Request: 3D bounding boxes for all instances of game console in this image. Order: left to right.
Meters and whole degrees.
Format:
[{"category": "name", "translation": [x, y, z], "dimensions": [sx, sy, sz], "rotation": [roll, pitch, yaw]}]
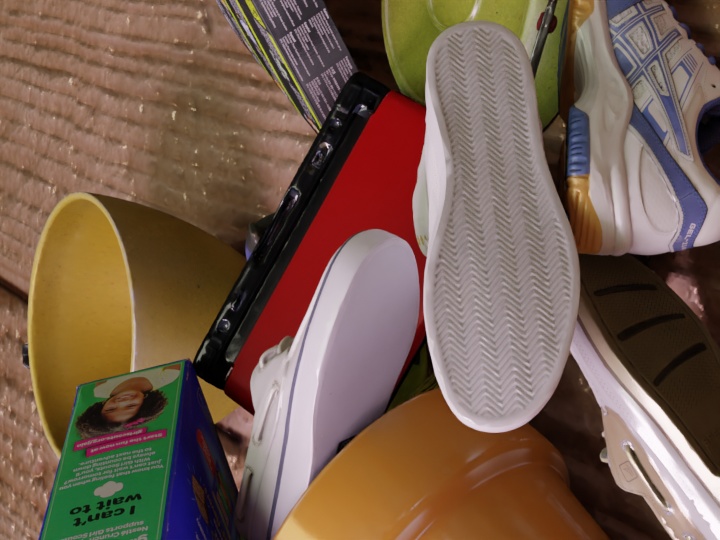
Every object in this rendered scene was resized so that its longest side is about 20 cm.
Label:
[{"category": "game console", "translation": [0.000, 0.000, 0.915], "dimensions": [0.201, 0.118, 0.172], "rotation": [-60, -6, 3]}]

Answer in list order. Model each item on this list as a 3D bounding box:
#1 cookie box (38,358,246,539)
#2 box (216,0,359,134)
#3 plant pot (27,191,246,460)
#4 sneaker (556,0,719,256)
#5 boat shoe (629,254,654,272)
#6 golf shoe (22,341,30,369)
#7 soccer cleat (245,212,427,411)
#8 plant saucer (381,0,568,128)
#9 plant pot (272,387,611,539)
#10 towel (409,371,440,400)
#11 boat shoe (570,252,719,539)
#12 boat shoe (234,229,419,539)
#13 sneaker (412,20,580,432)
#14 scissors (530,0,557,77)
[{"category": "cookie box", "translation": [-0.105, 0.173, 0.836], "dimensions": [0.200, 0.074, 0.173], "rotation": [-96, -10, -65]}, {"category": "box", "translation": [-0.071, -0.193, 1.013], "dimensions": [0.193, 0.047, 0.201], "rotation": [50, 173, 44]}, {"category": "plant pot", "translation": [-0.145, 0.044, 1.148], "dimensions": [0.199, 0.141, 0.202], "rotation": [1, 91, 58]}, {"category": "sneaker", "translation": [0.144, -0.092, 0.776], "dimensions": [0.075, 0.087, 0.202], "rotation": [88, -174, -61]}, {"category": "boat shoe", "translation": [0.080, -0.002, 0.862], "dimensions": [0.199, 0.073, 0.061], "rotation": [-14, 78, 53]}, {"category": "golf shoe", "translation": [-0.220, 0.089, 1.311], "dimensions": [0.199, 0.094, 0.079], "rotation": [6, 94, 55]}, {"category": "soccer cleat", "translation": [-0.012, 0.034, 1.034], "dimensions": [0.200, 0.064, 0.084], "rotation": [47, 157, 41]}, {"category": "plant saucer", "translation": [0.066, -0.168, 0.922], "dimensions": [0.199, 0.031, 0.202], "rotation": [-1, 89, 57]}, {"category": "plant pot", "translation": [0.071, 0.192, 0.788], "dimensions": [0.183, 0.199, 0.202], "rotation": [36, 120, 34]}, {"category": "towel", "translation": [0.037, 0.134, 0.892], "dimensions": [0.018, 0.086, 0.202], "rotation": [26, 127, 24]}, {"category": "boat shoe", "translation": [0.145, 0.077, 0.736], "dimensions": [0.201, 0.074, 0.069], "rotation": [57, 136, 23]}, {"category": "boat shoe", "translation": [-0.024, 0.065, 0.794], "dimensions": [0.065, 0.072, 0.202], "rotation": [30, 123, 34]}, {"category": "sneaker", "translation": [0.063, -0.006, 0.756], "dimensions": [0.116, 0.073, 0.202], "rotation": [88, -178, -66]}, {"category": "scissors", "translation": [0.106, -0.146, 0.833], "dimensions": [0.073, 0.014, 0.202], "rotation": [-66, -11, -60]}]
